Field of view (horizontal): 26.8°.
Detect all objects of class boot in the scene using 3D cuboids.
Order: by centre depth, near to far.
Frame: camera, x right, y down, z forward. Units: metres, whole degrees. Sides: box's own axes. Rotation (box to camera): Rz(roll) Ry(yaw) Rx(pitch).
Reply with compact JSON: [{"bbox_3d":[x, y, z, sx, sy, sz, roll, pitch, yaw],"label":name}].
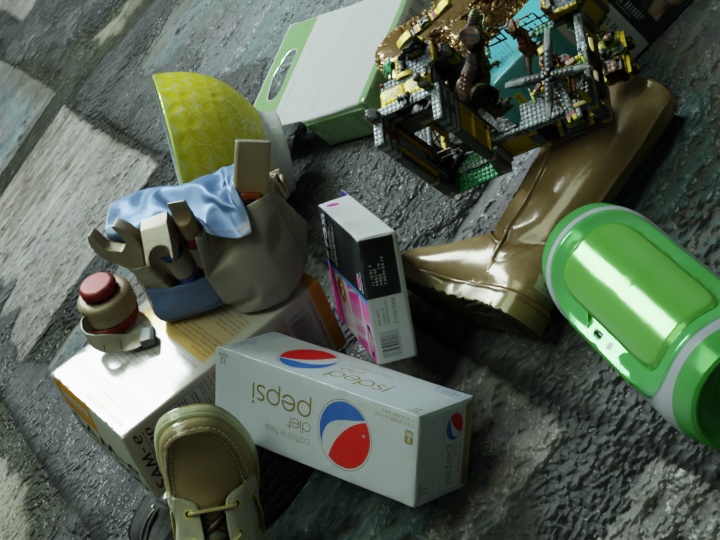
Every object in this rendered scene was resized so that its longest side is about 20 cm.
[{"bbox_3d":[-0.099,0.208,1.070,0.071,0.201,0.155,-9,41,-1],"label":"boot"},{"bbox_3d":[0.127,-0.053,1.127,0.175,0.066,0.201,17,73,50],"label":"boot"},{"bbox_3d":[-0.120,0.169,1.239,0.200,0.070,0.132,-47,25,1],"label":"boot"}]

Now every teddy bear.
[{"bbox_3d":[0.107,-0.222,1.326,0.200,0.067,0.145,-49,40,-4],"label":"teddy bear"}]

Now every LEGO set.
[{"bbox_3d":[0.086,-0.149,1.082,0.199,0.116,0.155,-13,63,33],"label":"LEGO set"}]

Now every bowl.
[{"bbox_3d":[-0.122,-0.100,1.430,0.107,0.201,0.201,-14,34,-6],"label":"bowl"}]

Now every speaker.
[{"bbox_3d":[0.186,0.030,0.936,0.089,0.088,0.200,-49,31,7],"label":"speaker"}]

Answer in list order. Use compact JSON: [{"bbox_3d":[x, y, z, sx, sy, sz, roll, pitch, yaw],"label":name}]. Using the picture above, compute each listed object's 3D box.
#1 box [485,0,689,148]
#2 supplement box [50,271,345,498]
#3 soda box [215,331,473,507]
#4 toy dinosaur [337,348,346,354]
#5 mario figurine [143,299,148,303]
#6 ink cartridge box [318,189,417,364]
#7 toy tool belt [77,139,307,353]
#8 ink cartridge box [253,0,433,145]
[{"bbox_3d":[0.180,-0.194,1.168,0.200,0.082,0.049,-47,33,12],"label":"box"},{"bbox_3d":[-0.129,0.071,1.207,0.200,0.074,0.126,-38,39,-18],"label":"supplement box"},{"bbox_3d":[-0.015,0.103,1.085,0.199,0.063,0.069,16,109,40],"label":"soda box"},{"bbox_3d":[-0.067,0.057,1.298,0.106,0.061,0.200,-35,39,-8],"label":"toy dinosaur"},{"bbox_3d":[-0.138,0.031,1.336,0.201,0.122,0.107,104,155,-47],"label":"mario figurine"},{"bbox_3d":[0.000,0.000,1.172,0.037,0.096,0.200,-12,14,-7],"label":"ink cartridge box"},{"bbox_3d":[-0.145,-0.030,1.173,0.198,0.123,0.125,-17,37,8],"label":"toy tool belt"},{"bbox_3d":[-0.020,-0.193,1.474,0.199,0.048,0.146,-10,52,52],"label":"ink cartridge box"}]
